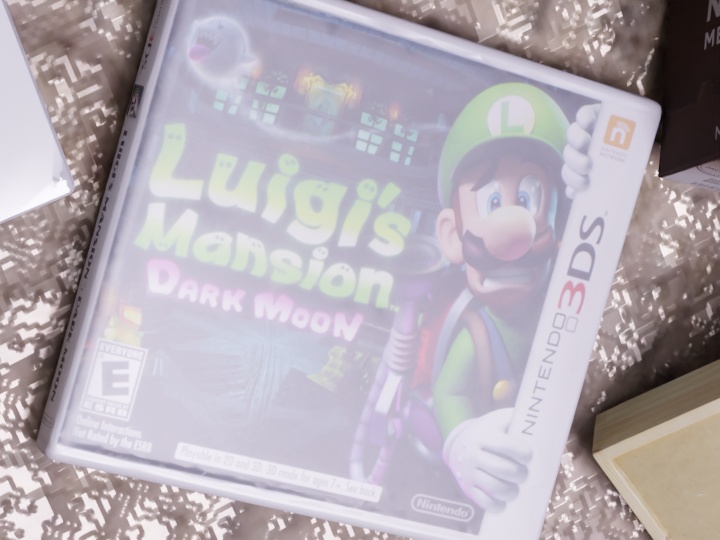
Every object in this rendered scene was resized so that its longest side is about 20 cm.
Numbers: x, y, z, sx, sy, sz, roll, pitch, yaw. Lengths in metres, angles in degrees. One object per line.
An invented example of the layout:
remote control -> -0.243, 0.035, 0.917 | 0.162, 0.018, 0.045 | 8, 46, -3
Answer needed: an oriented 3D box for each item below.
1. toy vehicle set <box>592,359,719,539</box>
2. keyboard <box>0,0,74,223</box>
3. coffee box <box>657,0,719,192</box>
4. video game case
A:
toy vehicle set -> 0.203, 0.069, 0.831 | 0.199, 0.027, 0.125 | -26, 113, 26
keyboard -> -0.154, -0.108, 0.736 | 0.056, 0.011, 0.201 | -26, 107, -21
coffee box -> 0.225, -0.062, 0.829 | 0.199, 0.113, 0.081 | 12, 78, -23
video game case -> 0.000, 0.000, 0.806 | 0.199, 0.023, 0.183 | 15, 93, -23
